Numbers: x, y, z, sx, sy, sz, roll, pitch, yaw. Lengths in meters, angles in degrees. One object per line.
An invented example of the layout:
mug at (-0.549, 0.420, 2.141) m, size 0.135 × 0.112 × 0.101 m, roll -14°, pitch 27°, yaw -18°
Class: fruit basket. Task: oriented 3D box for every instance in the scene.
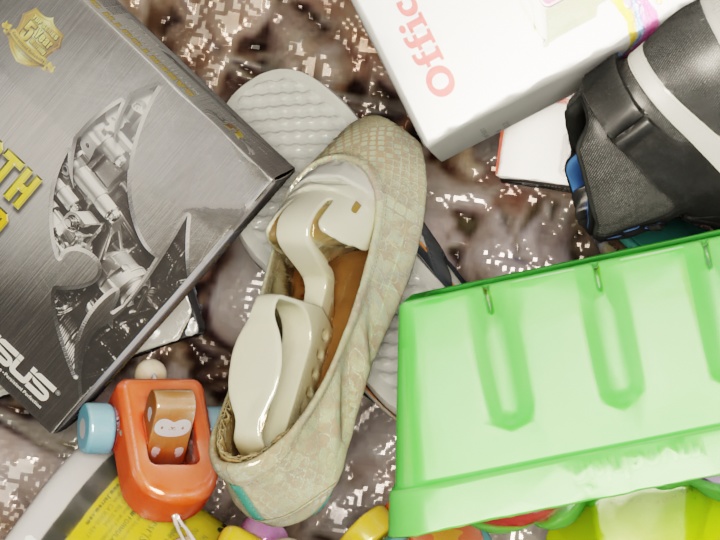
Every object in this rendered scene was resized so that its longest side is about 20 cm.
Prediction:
fruit basket at (0.113, 0.092, 1.086) m, size 0.214 × 0.156 × 0.217 m, roll 0°, pitch 92°, yaw 3°

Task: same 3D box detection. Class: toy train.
toy train at (-0.021, 0.099, 1.170) m, size 0.199 × 0.056 × 0.151 m, roll 6°, pitch 54°, yaw -19°

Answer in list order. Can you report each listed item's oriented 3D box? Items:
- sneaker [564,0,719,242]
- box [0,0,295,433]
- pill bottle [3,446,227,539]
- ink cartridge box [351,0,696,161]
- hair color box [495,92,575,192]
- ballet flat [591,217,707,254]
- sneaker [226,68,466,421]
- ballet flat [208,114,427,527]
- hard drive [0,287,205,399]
sneaker at (0.152, -0.036, 1.150) m, size 0.111 × 0.200 × 0.073 m, roll -28°, pitch 45°, yaw 14°
box at (-0.153, -0.053, 1.190) m, size 0.200 × 0.048 × 0.158 m, roll 44°, pitch 104°, yaw 3°
pill bottle at (-0.072, 0.175, 1.202) m, size 0.200 × 0.111 × 0.112 m, roll 36°, pitch 92°, yaw 4°
ink cartridge box at (0.084, -0.156, 1.144) m, size 0.199 × 0.085 × 0.145 m, roll -28°, pitch 87°, yaw 6°
hair color box at (0.124, -0.133, 1.213) m, size 0.101 × 0.061 × 0.201 m, roll 9°, pitch 90°, yaw 4°
ballet flat at (0.189, 0.037, 1.207) m, size 0.199 × 0.072 × 0.072 m, roll 23°, pitch 91°, yaw 5°
sneaker at (0.000, 0.000, 1.220) m, size 0.078 × 0.079 × 0.201 m, roll -32°, pitch 62°, yaw 3°
ballet flat at (-0.018, 0.010, 1.132) m, size 0.067 × 0.062 × 0.201 m, roll -4°, pitch 60°, yaw 31°
hard drive at (-0.186, -0.006, 1.249) m, size 0.199 × 0.038 × 0.141 m, roll -17°, pitch 89°, yaw 4°
